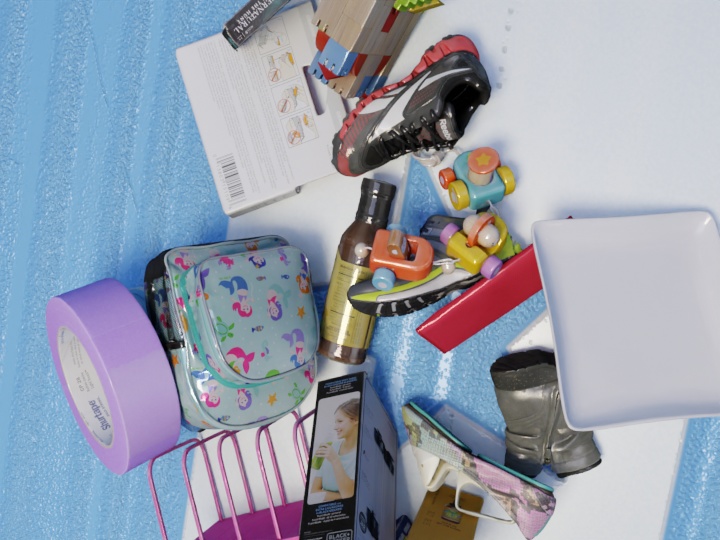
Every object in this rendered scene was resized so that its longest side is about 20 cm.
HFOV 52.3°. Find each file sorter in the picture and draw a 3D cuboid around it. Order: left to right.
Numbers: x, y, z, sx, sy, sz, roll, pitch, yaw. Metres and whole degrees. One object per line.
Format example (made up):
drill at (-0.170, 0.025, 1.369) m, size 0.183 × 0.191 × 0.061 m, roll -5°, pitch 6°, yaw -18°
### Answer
file sorter at (-0.122, 0.241, 0.834) m, size 0.195 × 0.139 × 0.129 m, roll -17°, pitch 87°, yaw 16°

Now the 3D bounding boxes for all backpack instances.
backpack at (-0.131, 0.069, 0.799) m, size 0.149 × 0.174 × 0.206 m, roll -8°, pitch 90°, yaw 51°

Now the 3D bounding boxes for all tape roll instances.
tape roll at (-0.274, 0.115, 0.805) m, size 0.198 × 0.065 × 0.205 m, roll 28°, pitch 128°, yaw 42°

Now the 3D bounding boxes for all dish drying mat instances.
dish drying mat at (0.153, 0.019, 0.782) m, size 0.198 × 0.077 × 0.018 m, roll -36°, pitch 53°, yaw 15°

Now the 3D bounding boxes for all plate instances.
plate at (0.269, 0.046, 0.707) m, size 0.194 × 0.032 × 0.205 m, roll -4°, pitch 70°, yaw -6°

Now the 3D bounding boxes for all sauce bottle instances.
sauce bottle at (0.000, 0.000, 0.826) m, size 0.063 × 0.065 × 0.206 m, roll 15°, pitch 95°, yaw 14°

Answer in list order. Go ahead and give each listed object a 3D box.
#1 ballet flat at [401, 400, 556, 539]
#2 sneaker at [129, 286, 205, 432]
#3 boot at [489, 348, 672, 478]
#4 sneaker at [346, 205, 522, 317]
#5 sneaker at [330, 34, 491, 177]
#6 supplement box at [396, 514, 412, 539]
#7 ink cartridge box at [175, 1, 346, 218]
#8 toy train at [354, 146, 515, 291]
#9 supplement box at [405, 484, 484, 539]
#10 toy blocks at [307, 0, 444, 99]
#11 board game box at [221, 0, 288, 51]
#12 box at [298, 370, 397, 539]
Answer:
ballet flat at (0.110, 0.215, 0.778) m, size 0.197 × 0.069 × 0.072 m, roll 28°, pitch 82°, yaw 30°
sneaker at (-0.251, 0.115, 0.889) m, size 0.078 × 0.090 × 0.201 m, roll -40°, pitch 82°, yaw 14°
boot at (0.238, 0.145, 0.775) m, size 0.195 × 0.068 × 0.134 m, roll -13°, pitch 101°, yaw 16°
sneaker at (0.074, -0.011, 0.790) m, size 0.195 × 0.074 × 0.083 m, roll -21°, pitch 73°, yaw -9°
sneaker at (0.056, -0.159, 0.776) m, size 0.198 × 0.071 × 0.099 m, roll -36°, pitch 51°, yaw 8°
supplement box at (0.061, 0.399, 0.804) m, size 0.109 × 0.109 × 0.201 m, roll -40°, pitch 82°, yaw 14°
ink cartridge box at (-0.106, -0.187, 0.858) m, size 0.169 × 0.044 × 0.205 m, roll -18°, pitch 87°, yaw 1°
toy train at (0.083, -0.067, 0.746) m, size 0.146 × 0.056 × 0.204 m, roll 15°, pitch 58°, yaw 10°
supplement box at (0.080, 0.287, 0.746) m, size 0.065 × 0.200 × 0.071 m, roll 15°, pitch 100°, yaw 14°
toy blocks at (0.001, -0.243, 0.756) m, size 0.099 × 0.199 × 0.138 m, roll 36°, pitch 113°, yaw 10°
board game box at (-0.066, -0.310, 0.773) m, size 0.199 × 0.135 × 0.028 m, roll -42°, pitch 109°, yaw 2°
box at (-0.007, 0.222, 0.757) m, size 0.059 × 0.203 × 0.118 m, roll -13°, pitch 131°, yaw 16°
